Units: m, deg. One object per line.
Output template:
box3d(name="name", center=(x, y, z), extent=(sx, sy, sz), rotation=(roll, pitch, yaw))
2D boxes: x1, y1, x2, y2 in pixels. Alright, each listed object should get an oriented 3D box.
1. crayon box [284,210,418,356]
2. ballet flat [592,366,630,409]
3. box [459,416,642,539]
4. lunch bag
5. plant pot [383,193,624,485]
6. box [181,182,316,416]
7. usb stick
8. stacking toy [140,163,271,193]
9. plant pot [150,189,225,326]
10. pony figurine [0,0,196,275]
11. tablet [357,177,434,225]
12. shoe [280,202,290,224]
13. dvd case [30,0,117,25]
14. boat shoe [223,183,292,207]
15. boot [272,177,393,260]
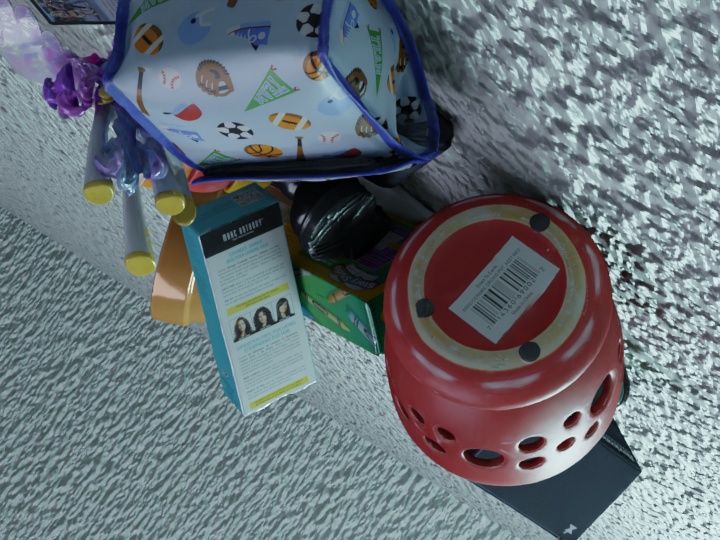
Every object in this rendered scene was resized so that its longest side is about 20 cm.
box3d(name="crayon box", center=(0.000, 0.000, 1.395), extent=(0.199, 0.118, 0.059), rotation=(26, 137, 50))
box3d(name="ballet flat", center=(0.172, 0.051, 1.401), extent=(0.199, 0.068, 0.075), rotation=(39, -169, 7))
box3d(name="box", center=(0.158, 0.139, 1.448), extent=(0.148, 0.107, 0.201), rotation=(35, -163, -24))
box3d(name="lunch bag", center=(-0.052, -0.123, 1.016), extent=(0.168, 0.125, 0.200), rotation=(-2, 156, 22))
box3d(name="plant pot", center=(0.110, 0.048, 1.204), extent=(0.199, 0.201, 0.183), rotation=(30, 161, 23))
box3d(name="box", center=(-0.101, 0.028, 1.373), extent=(0.049, 0.082, 0.202), rotation=(38, 145, 51))
box3d(name="usb stick", center=(0.030, -0.101, 1.224), extent=(0.055, 0.033, 0.200), rotation=(37, 169, -6))
box3d(name="stacking toy", center=(-0.122, -0.122, 1.442), extent=(0.198, 0.148, 0.146), rotation=(19, 175, -20))
box3d(name="plant pot", center=(-0.144, -0.021, 1.727), extent=(0.138, 0.202, 0.200), rotation=(16, 168, 1))
box3d(name="pony figurine", center=(-0.177, -0.127, 1.110), extent=(0.194, 0.165, 0.202), rotation=(70, -173, -59))
box3d(name="tablet", center=(0.020, -0.060, 1.481), extent=(0.130, 0.014, 0.200), rotation=(37, 169, -12))
box3d(name="shoe", center=(-0.031, -0.038, 1.590), extent=(0.199, 0.070, 0.053), rotation=(29, 172, -12))
box3d(name="dvd case", center=(-0.177, -0.229, 1.125), extent=(0.197, 0.018, 0.143), rotation=(2, 158, 18))
box3d(name="boat shoe", center=(-0.110, -0.100, 1.532), extent=(0.199, 0.068, 0.072), rotation=(35, 168, 17))
box3d(name="boot", center=(-0.055, -0.089, 1.292), extent=(0.163, 0.073, 0.198), rotation=(48, -173, 12))
